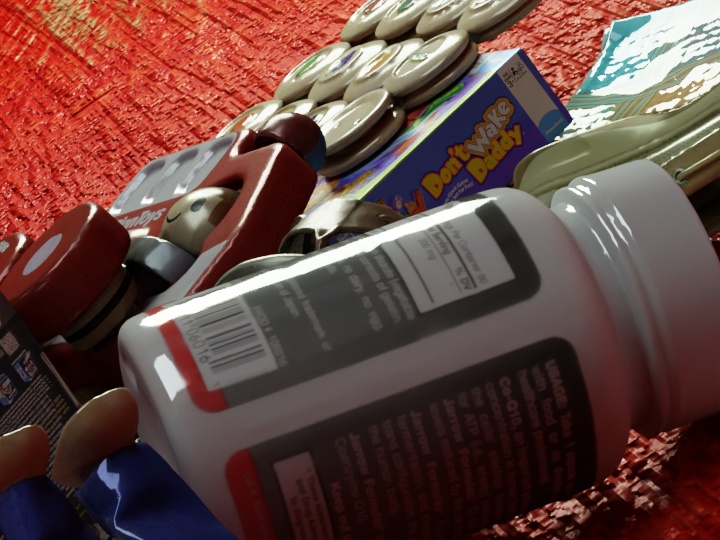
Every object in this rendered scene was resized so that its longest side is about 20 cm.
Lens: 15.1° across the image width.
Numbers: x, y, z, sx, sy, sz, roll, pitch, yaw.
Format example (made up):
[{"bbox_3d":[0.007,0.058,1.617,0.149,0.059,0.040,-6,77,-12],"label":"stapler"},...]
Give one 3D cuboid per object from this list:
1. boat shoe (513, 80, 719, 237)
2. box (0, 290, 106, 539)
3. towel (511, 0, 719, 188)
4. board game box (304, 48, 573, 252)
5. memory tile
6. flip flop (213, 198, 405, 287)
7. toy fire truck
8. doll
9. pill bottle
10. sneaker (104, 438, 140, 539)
[{"bbox_3d":[0.153,-0.040,1.087,0.201,0.063,0.073,-18,-21,28],"label":"boat shoe"},{"bbox_3d":[-0.163,0.125,1.022,0.049,0.161,0.200,-16,26,44],"label":"box"},{"bbox_3d":[0.145,-0.082,1.253,0.147,0.022,0.200,-20,23,36],"label":"towel"},{"bbox_3d":[-0.001,-0.043,1.322,0.134,0.045,0.200,-44,17,-19],"label":"board game box"},{"bbox_3d":[0.003,-0.099,1.356,0.153,0.017,0.200,-42,17,-15],"label":"memory tile"},{"bbox_3d":[0.000,0.000,1.103,0.081,0.058,0.200,-5,-2,26],"label":"flip flop"},{"bbox_3d":[-0.091,-0.003,1.234,0.168,0.112,0.200,-56,19,-25],"label":"toy fire truck"},{"bbox_3d":[-0.042,0.127,0.828,0.136,0.200,0.048,-21,-31,-45],"label":"doll"},{"bbox_3d":[0.025,0.038,0.961,0.200,0.114,0.114,-19,17,-11],"label":"pill bottle"},{"bbox_3d":[-0.067,0.105,1.029,0.076,0.091,0.200,-4,36,51],"label":"sneaker"}]
